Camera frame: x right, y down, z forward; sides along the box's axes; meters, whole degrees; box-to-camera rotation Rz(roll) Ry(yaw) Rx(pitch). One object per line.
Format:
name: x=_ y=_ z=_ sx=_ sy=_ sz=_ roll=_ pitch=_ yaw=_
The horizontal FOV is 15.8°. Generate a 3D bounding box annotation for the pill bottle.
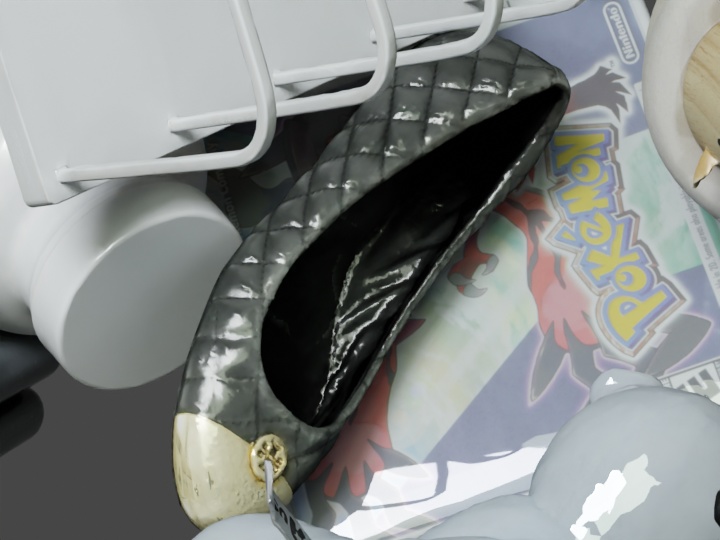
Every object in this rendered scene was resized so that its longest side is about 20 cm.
pill bottle: x=-0.121 y=-0.049 z=0.906 sx=0.104 sy=0.104 sz=0.200 roll=-38 pitch=54 yaw=-7

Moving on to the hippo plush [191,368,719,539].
hippo plush: x=0.045 y=0.094 z=0.804 sx=0.160 sy=0.201 sz=0.159 roll=-36 pitch=44 yaw=-26

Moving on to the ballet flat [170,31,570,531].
ballet flat: x=0.000 y=0.000 z=0.856 sx=0.057 sy=0.066 sz=0.201 roll=11 pitch=62 yaw=46

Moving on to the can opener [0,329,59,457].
can opener: x=-0.144 y=0.067 z=0.838 sx=0.067 sy=0.200 sz=0.054 roll=26 pitch=113 yaw=15

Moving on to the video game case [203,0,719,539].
video game case: x=0.036 y=-0.008 z=0.914 sx=0.181 sy=0.023 sz=0.201 roll=-19 pitch=65 yaw=2

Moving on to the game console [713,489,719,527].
game console: x=0.211 y=0.093 z=0.736 sx=0.118 sy=0.200 sz=0.173 roll=-3 pitch=56 yaw=56

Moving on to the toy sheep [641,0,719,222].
toy sheep: x=0.161 y=-0.069 z=0.854 sx=0.137 sy=0.200 sz=0.139 roll=6 pitch=105 yaw=22

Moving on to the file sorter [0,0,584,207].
file sorter: x=-0.013 y=-0.121 z=0.790 sx=0.199 sy=0.140 sz=0.124 roll=-27 pitch=16 yaw=-38
